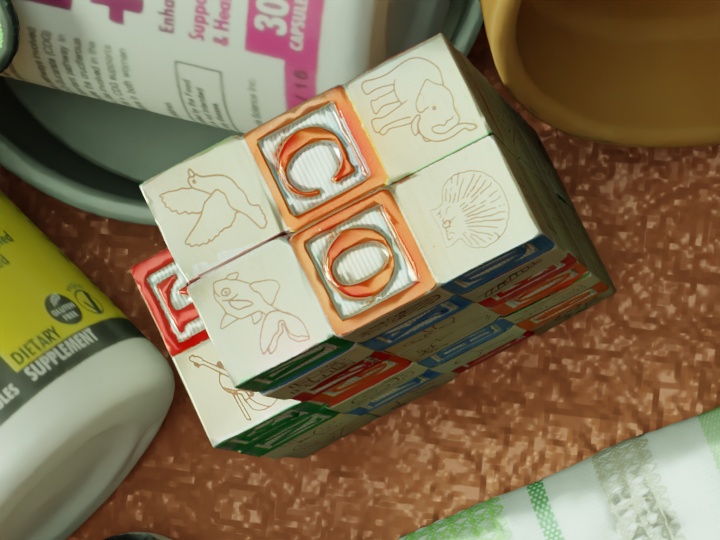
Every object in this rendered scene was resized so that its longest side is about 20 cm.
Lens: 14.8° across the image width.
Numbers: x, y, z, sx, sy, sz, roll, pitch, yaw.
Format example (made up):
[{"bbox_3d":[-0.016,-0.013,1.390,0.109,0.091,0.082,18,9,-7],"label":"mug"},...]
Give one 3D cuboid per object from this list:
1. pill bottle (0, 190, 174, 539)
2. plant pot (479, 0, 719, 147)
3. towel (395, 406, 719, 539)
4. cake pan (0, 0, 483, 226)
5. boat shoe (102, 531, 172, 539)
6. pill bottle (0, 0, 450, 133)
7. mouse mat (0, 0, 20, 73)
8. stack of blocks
[{"bbox_3d":[-0.162,0.003,0.854,0.200,0.111,0.111,43,94,12],"label":"pill bottle"},{"bbox_3d":[0.114,-0.145,0.780,0.200,0.200,0.140,-21,66,9],"label":"plant pot"},{"bbox_3d":[0.075,0.134,0.836,0.200,0.031,0.150,-25,82,8],"label":"towel"},{"bbox_3d":[-0.049,-0.112,0.878,0.200,0.037,0.201,-1,85,11],"label":"cake pan"},{"bbox_3d":[-0.114,0.169,0.855,0.074,0.060,0.200,38,93,11],"label":"boat shoe"},{"bbox_3d":[-0.077,-0.108,0.806,0.199,0.113,0.114,13,88,12],"label":"pill bottle"},{"bbox_3d":[-0.205,-0.094,0.788,0.200,0.008,0.161,-23,93,23],"label":"mouse mat"},{"bbox_3d":[0.000,0.000,0.776,0.115,0.200,0.059,-27,81,7],"label":"stack of blocks"}]
